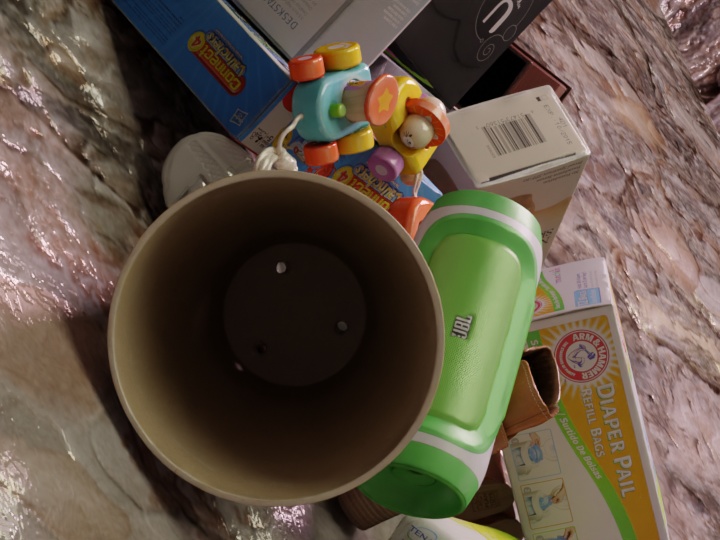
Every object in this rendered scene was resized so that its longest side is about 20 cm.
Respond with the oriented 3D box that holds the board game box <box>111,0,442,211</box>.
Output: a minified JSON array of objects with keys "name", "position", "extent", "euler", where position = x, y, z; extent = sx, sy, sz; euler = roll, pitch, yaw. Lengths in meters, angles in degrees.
[{"name":"board game box","position":[-0.061,-0.124,1.676],"extent":[0.196,0.056,0.200],"euler":[35,10,-50]}]

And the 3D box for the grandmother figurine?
[{"name":"grandmother figurine","position":[0.084,0.120,1.834],"extent":[0.200,0.060,0.121],"euler":[-97,180,-56]}]

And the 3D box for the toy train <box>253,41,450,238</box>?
[{"name":"toy train","position":[0.015,-0.062,1.574],"extent":[0.200,0.056,0.150],"euler":[34,64,-51]}]

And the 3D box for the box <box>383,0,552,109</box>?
[{"name":"box","position":[0.020,-0.242,1.772],"extent":[0.200,0.124,0.149],"euler":[43,-1,30]}]

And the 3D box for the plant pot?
[{"name":"plant pot","position":[-0.045,0.032,1.437],"extent":[0.187,0.187,0.200],"euler":[60,3,-3]}]

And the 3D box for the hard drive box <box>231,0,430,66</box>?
[{"name":"hard drive box","position":[-0.008,-0.247,1.652],"extent":[0.156,0.200,0.077],"euler":[48,7,28]}]

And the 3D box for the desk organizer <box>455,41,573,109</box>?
[{"name":"desk organizer","position":[0.068,-0.184,1.963],"extent":[0.200,0.072,0.077],"euler":[42,8,29]}]

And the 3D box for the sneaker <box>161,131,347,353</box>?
[{"name":"sneaker","position":[-0.071,0.002,1.586],"extent":[0.200,0.077,0.082],"euler":[60,-8,-9]}]

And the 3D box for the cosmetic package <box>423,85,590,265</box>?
[{"name":"cosmetic package","position":[0.096,-0.045,1.858],"extent":[0.071,0.105,0.200],"euler":[61,-23,26]}]

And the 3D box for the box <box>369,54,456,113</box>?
[{"name":"box","position":[-0.006,-0.164,1.931],"extent":[0.158,0.048,0.200],"euler":[42,6,31]}]

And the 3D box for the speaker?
[{"name":"speaker","position":[0.056,0.051,1.522],"extent":[0.088,0.088,0.200],"euler":[45,51,-41]}]

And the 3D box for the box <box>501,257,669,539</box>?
[{"name":"box","position":[0.151,0.107,1.746],"extent":[0.113,0.101,0.200],"euler":[-81,157,-73]}]

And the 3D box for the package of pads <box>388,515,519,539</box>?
[{"name":"package of pads","position":[0.107,0.228,1.601],"extent":[0.154,0.068,0.200],"euler":[34,3,29]}]

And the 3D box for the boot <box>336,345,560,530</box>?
[{"name":"boot","position":[0.057,0.082,1.630],"extent":[0.077,0.155,0.200],"euler":[55,14,-15]}]
